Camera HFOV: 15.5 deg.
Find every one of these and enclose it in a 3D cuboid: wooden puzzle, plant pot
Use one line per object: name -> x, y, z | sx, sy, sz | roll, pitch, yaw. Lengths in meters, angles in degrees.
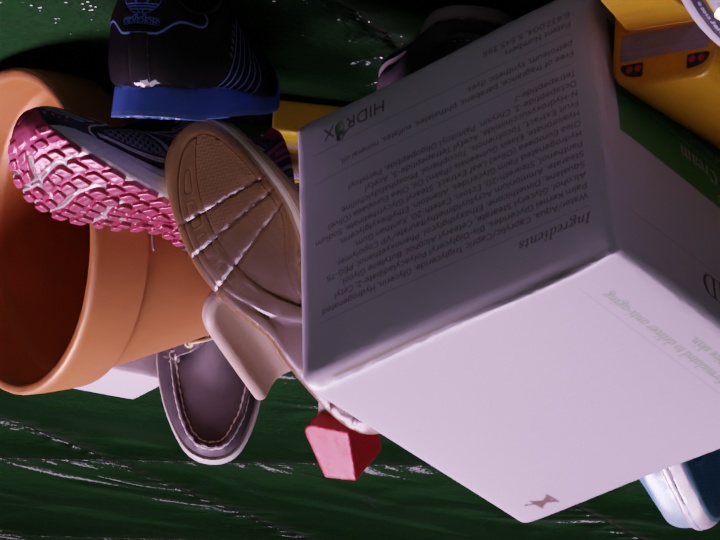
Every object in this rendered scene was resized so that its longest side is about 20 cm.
wooden puzzle -> 0.000, 0.000, 1.667 | 0.200, 0.037, 0.185 | -29, 160, -1
plant pot -> -0.157, -0.026, 1.654 | 0.140, 0.201, 0.200 | -2, 173, -36

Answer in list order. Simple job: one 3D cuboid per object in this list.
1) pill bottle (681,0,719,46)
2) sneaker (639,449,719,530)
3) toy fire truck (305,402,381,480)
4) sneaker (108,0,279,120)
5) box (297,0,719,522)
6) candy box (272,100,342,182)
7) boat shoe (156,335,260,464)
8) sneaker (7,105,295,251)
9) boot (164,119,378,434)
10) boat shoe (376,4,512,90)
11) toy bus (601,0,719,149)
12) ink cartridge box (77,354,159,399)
pill bottle -> 0.224, -0.156, 1.089 | 0.112, 0.112, 0.200 | 15, 163, -27
sneaker -> 0.131, 0.081, 1.598 | 0.130, 0.200, 0.079 | -28, 173, 25
toy fire truck -> 0.021, 0.052, 1.864 | 0.141, 0.201, 0.049 | 1, -154, 28
sneaker -> -0.088, -0.125, 1.465 | 0.070, 0.078, 0.200 | 3, -174, 11
box -> 0.101, -0.002, 1.396 | 0.200, 0.172, 0.199 | -24, 140, 30
candy box -> 0.043, -0.070, 1.668 | 0.199, 0.027, 0.102 | 6, 162, 1
boat shoe -> -0.100, 0.025, 1.753 | 0.071, 0.202, 0.061 | -1, 165, -3
sneaker -> -0.120, -0.060, 1.516 | 0.080, 0.075, 0.200 | -13, 159, 40
boot -> -0.015, -0.016, 1.506 | 0.072, 0.200, 0.155 | -38, -179, 32
boat shoe -> 0.044, -0.095, 1.514 | 0.067, 0.057, 0.200 | 9, 165, -6
toy bus -> 0.184, -0.112, 1.338 | 0.065, 0.079, 0.200 | -6, 160, 37
ink cartridge box -> -0.224, -0.005, 1.808 | 0.199, 0.147, 0.083 | 12, 165, -20
